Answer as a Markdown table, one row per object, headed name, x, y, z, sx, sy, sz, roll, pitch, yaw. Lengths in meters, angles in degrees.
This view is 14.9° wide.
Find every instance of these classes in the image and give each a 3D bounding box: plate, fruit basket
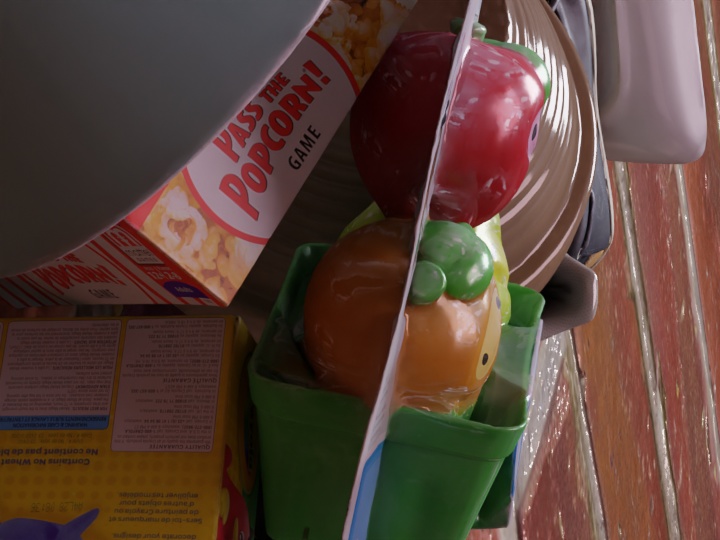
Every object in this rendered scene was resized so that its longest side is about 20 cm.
| name | x | y | z | sx | sy | sz | roll | pitch | yaw |
| --- | --- | --- | --- | --- | --- | --- | --- | --- | --- |
| plate | 0.059 | -0.144 | 1.290 | 0.032 | 0.199 | 0.201 | -33 | 121 | -56 |
| fruit basket | 0.028 | -0.013 | 0.873 | 0.185 | 0.093 | 0.201 | -71 | 179 | -71 |

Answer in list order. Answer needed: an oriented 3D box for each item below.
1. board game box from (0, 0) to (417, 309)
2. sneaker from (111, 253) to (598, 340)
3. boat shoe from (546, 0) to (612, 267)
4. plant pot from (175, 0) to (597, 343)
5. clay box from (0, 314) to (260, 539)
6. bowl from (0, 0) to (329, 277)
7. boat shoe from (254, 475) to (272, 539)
| name | x | y | z | sx | sy | sz | roll | pitch | yaw |
| --- | --- | --- | --- | --- | --- | --- | --- | --- | --- |
| board game box | -0.042 | -0.081 | 0.876 | 0.046 | 0.151 | 0.201 | 40 | 69 | -25 |
| sneaker | 0.000 | 0.000 | 1.059 | 0.199 | 0.090 | 0.075 | -2 | 95 | -38 |
| boat shoe | 0.068 | -0.087 | 1.235 | 0.062 | 0.074 | 0.201 | -47 | 126 | -66 |
| plant pot | -0.002 | -0.073 | 1.012 | 0.093 | 0.200 | 0.202 | 114 | -15 | -59 |
| clay box | -0.095 | 0.114 | 0.842 | 0.048 | 0.114 | 0.201 | 61 | 31 | -63 |
| bowl | -0.091 | -0.108 | 0.814 | 0.105 | 0.200 | 0.201 | 40 | 40 | -25 |
| boat shoe | -0.044 | 0.031 | 1.131 | 0.066 | 0.074 | 0.201 | -14 | 115 | -46 |
